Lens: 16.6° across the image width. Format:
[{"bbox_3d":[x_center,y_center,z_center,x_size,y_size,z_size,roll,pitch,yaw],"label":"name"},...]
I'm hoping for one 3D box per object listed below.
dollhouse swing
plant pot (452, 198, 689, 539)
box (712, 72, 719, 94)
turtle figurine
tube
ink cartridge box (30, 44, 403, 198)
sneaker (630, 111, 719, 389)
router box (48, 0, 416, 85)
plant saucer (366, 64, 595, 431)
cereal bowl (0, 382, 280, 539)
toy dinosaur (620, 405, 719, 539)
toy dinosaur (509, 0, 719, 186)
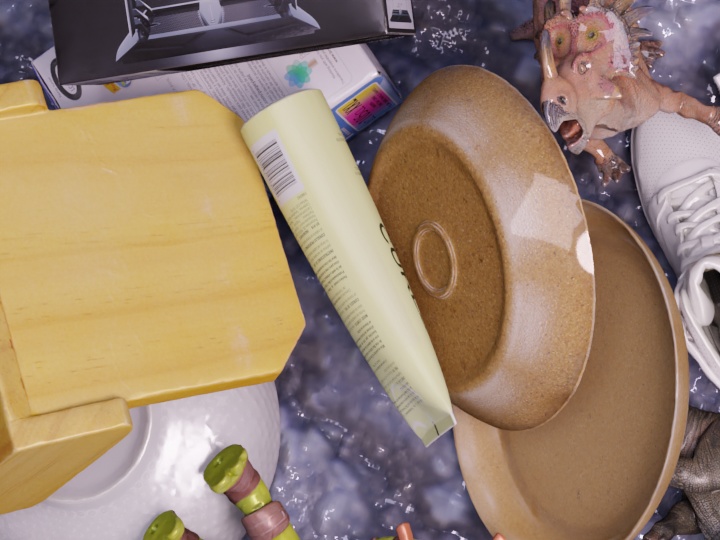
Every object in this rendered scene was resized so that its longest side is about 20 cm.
[{"bbox_3d":[-0.160,0.015,1.364,0.182,0.175,0.201,-38,64,48],"label":"dollhouse swing"},{"bbox_3d":[0.115,0.062,1.322,0.199,0.027,0.202,-10,78,56],"label":"plant pot"},{"bbox_3d":[0.310,-0.060,1.342,0.155,0.041,0.201,-31,74,7],"label":"box"},{"bbox_3d":[-0.030,0.168,1.362,0.200,0.065,0.161,-42,106,18],"label":"turtle figurine"},{"bbox_3d":[0.000,0.000,1.335,0.052,0.058,0.201,-30,81,26],"label":"tube"},{"bbox_3d":[-0.096,-0.100,1.428,0.199,0.076,0.137,-35,73,4],"label":"ink cartridge box"},{"bbox_3d":[0.194,-0.014,1.324,0.073,0.116,0.201,-25,75,10],"label":"sneaker"},{"bbox_3d":[-0.078,-0.192,1.346,0.198,0.052,0.159,-6,92,20],"label":"router box"},{"bbox_3d":[0.053,-0.008,1.326,0.035,0.200,0.202,-13,74,-30],"label":"plant saucer"},{"bbox_3d":[-0.150,0.090,1.409,0.198,0.083,0.202,-2,82,13],"label":"cereal bowl"},{"bbox_3d":[0.200,0.126,1.328,0.102,0.077,0.200,-28,58,-31],"label":"toy dinosaur"},{"bbox_3d":[0.122,-0.123,1.325,0.086,0.136,0.200,-38,35,6],"label":"toy dinosaur"}]
